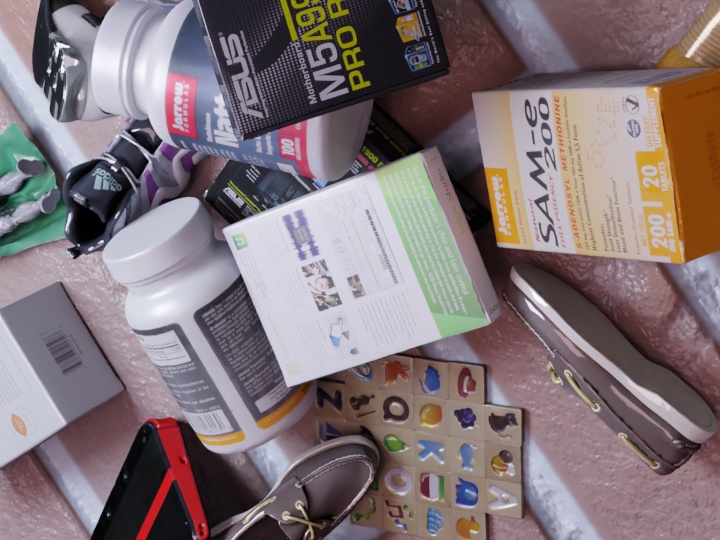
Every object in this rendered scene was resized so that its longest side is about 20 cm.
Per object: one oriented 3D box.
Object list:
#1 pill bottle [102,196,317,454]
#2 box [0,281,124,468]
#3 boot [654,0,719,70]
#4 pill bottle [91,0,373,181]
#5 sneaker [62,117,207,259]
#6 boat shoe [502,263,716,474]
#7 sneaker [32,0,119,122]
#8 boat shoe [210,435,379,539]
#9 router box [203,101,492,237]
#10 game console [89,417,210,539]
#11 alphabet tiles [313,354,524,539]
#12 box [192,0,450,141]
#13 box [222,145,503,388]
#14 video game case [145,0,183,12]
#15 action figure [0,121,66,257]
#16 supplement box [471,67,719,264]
[{"bbox_3d":[-0.128,0.046,1.418,0.116,0.116,0.201,-15,115,31],"label":"pill bottle"},{"bbox_3d":[-0.345,0.118,1.595,0.200,0.097,0.125,-31,90,31],"label":"box"},{"bbox_3d":[0.296,-0.092,1.210,0.201,0.071,0.144,39,126,17],"label":"boot"},{"bbox_3d":[-0.098,-0.145,1.290,0.199,0.120,0.120,13,112,16],"label":"pill bottle"},{"bbox_3d":[-0.196,-0.090,1.423,0.078,0.140,0.201,33,119,16],"label":"sneaker"},{"bbox_3d":[0.183,0.076,1.311,0.200,0.072,0.060,41,116,7],"label":"boat shoe"},{"bbox_3d":[-0.229,-0.180,1.430,0.200,0.088,0.074,-118,37,-50],"label":"sneaker"},{"bbox_3d":[-0.063,0.220,1.456,0.200,0.060,0.072,-36,111,10],"label":"boat shoe"},{"bbox_3d":[-0.013,-0.054,1.383,0.200,0.062,0.150,45,121,9],"label":"router box"},{"bbox_3d":[-0.194,0.254,1.539,0.201,0.031,0.177,-64,35,28],"label":"game console"},{"bbox_3d":[0.048,0.153,1.450,0.199,0.006,0.167,6,108,27],"label":"alphabet tiles"},{"bbox_3d":[-0.041,-0.209,1.174,0.160,0.044,0.201,-18,99,-9],"label":"box"},{"bbox_3d":[0.000,0.000,1.336,0.199,0.036,0.145,-19,97,32],"label":"box"},{"bbox_3d":[-0.113,-0.224,1.315,0.182,0.200,0.023,14,79,24],"label":"video game case"},{"bbox_3d":[-0.359,-0.045,1.580,0.200,0.055,0.118,-27,95,36],"label":"action figure"},{"bbox_3d":[0.178,-0.078,1.222,0.200,0.073,0.127,6,110,55],"label":"supplement box"}]
